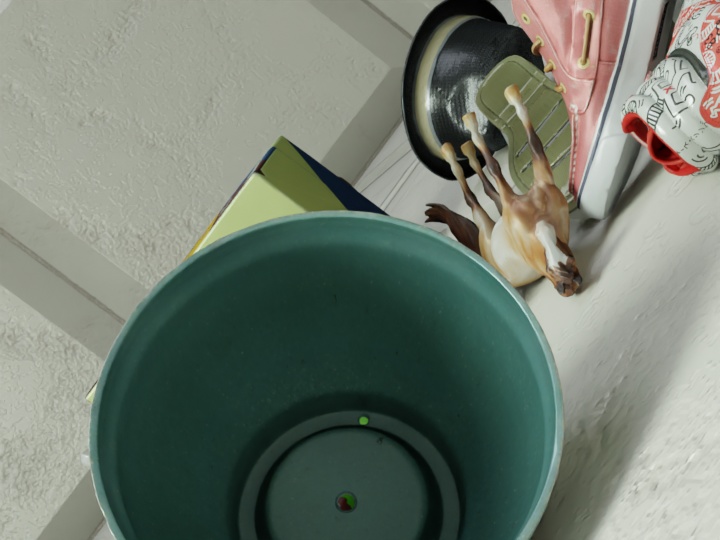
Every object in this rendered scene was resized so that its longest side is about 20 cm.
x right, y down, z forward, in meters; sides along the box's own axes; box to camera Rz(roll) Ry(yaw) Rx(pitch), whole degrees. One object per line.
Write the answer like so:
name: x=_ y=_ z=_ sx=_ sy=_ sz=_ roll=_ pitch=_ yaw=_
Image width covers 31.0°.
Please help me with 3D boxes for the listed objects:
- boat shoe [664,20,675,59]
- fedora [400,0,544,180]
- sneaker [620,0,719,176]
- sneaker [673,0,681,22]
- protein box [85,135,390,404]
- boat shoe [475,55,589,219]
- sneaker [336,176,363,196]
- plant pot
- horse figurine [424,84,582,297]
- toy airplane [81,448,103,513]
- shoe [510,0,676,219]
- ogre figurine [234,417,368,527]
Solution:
boat shoe: x=0.170 y=-0.185 z=0.912 sx=0.072 sy=0.060 sz=0.202 roll=-36 pitch=39 yaw=9
fedora: x=0.132 y=-0.193 z=1.377 sx=0.092 sy=0.201 sz=0.201 roll=9 pitch=55 yaw=45
sneaker: x=0.192 y=-0.119 z=0.744 sx=0.108 sy=0.067 sz=0.201 roll=-48 pitch=9 yaw=16
sneaker: x=0.214 y=-0.201 z=1.014 sx=0.200 sy=0.075 sz=0.100 roll=-55 pitch=8 yaw=-26
protein box: x=-0.044 y=0.051 z=0.920 sx=0.200 sy=0.198 sz=0.135 roll=-52 pitch=6 yaw=15
boat shoe: x=0.145 y=-0.091 z=0.936 sx=0.075 sy=0.068 sz=0.200 roll=-45 pitch=29 yaw=19
sneaker: x=0.000 y=0.000 z=1.054 sx=0.090 sy=0.067 sz=0.200 roll=-44 pitch=-33 yaw=5
plant pot: x=-0.010 y=0.091 z=0.602 sx=0.200 sy=0.200 sz=0.134 roll=-55 pitch=-21 yaw=-23
horse figurine: x=0.097 y=-0.036 z=0.855 sx=0.050 sy=0.133 sz=0.200 roll=-22 pitch=-6 yaw=-13
toy airplane: x=-0.198 y=0.219 z=1.405 sx=0.200 sy=0.141 sz=0.199 roll=-20 pitch=7 yaw=-23
shoe: x=0.137 y=-0.136 z=0.800 sx=0.071 sy=0.091 sz=0.200 roll=-36 pitch=-40 yaw=-60
ogre figurine: x=-0.039 y=0.145 z=0.717 sx=0.200 sy=0.120 sz=0.098 roll=-51 pitch=6 yaw=6
